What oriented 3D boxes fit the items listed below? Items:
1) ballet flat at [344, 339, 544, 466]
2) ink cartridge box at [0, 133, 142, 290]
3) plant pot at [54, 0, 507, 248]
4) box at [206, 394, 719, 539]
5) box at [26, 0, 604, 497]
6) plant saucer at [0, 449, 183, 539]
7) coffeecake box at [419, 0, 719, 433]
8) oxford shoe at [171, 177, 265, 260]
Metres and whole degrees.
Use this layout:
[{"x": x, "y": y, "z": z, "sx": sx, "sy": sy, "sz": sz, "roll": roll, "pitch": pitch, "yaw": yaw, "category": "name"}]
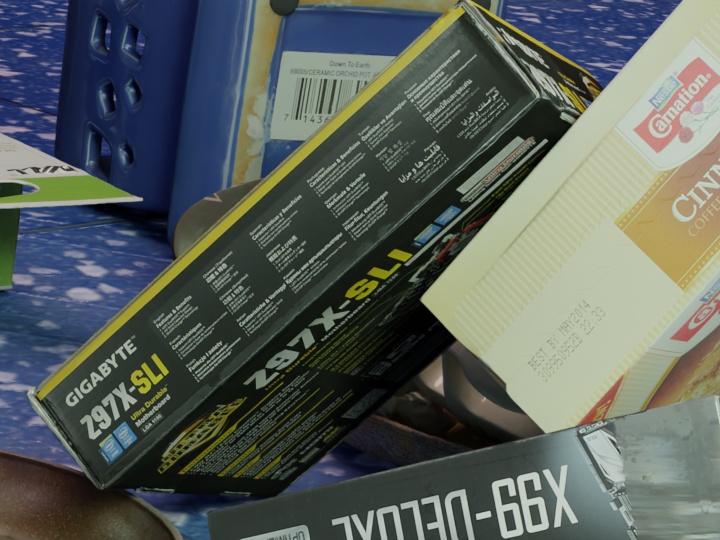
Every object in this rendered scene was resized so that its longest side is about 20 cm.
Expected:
[{"x": 0.039, "y": 0.045, "z": 1.089, "sx": 0.068, "sy": 0.067, "sz": 0.200, "roll": -43, "pitch": 37, "yaw": -22, "category": "ballet flat"}, {"x": -0.215, "y": -0.021, "z": 1.266, "sx": 0.148, "sy": 0.076, "sz": 0.200, "roll": -3, "pitch": 18, "yaw": -38, "category": "ink cartridge box"}, {"x": -0.036, "y": -0.111, "z": 1.487, "sx": 0.200, "sy": 0.200, "sz": 0.180, "roll": 1, "pitch": 20, "yaw": -26, "category": "plant pot"}, {"x": 0.070, "y": 0.074, "z": 0.847, "sx": 0.157, "sy": 0.050, "sz": 0.200, "roll": -15, "pitch": -7, "yaw": 23, "category": "box"}, {"x": 0.000, "y": 0.000, "z": 0.978, "sx": 0.049, "sy": 0.200, "sz": 0.160, "roll": 52, "pitch": 13, "yaw": 18, "category": "box"}, {"x": -0.156, "y": 0.095, "z": 0.896, "sx": 0.200, "sy": 0.032, "sz": 0.200, "roll": 5, "pitch": 13, "yaw": -1, "category": "plant saucer"}, {"x": 0.129, "y": -0.016, "z": 0.992, "sx": 0.073, "sy": 0.154, "sz": 0.200, "roll": 46, "pitch": 15, "yaw": 19, "category": "coffeecake box"}, {"x": -0.006, "y": -0.006, "z": 1.364, "sx": 0.200, "sy": 0.071, "sz": 0.071, "roll": -1, "pitch": -13, "yaw": -28, "category": "oxford shoe"}]
